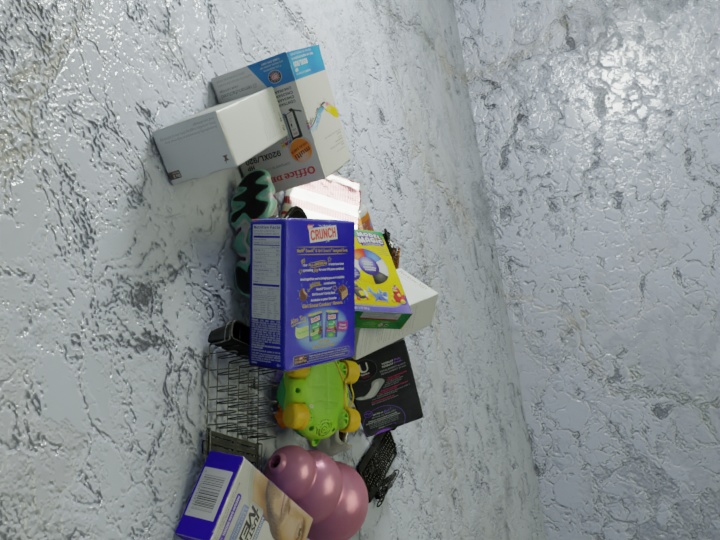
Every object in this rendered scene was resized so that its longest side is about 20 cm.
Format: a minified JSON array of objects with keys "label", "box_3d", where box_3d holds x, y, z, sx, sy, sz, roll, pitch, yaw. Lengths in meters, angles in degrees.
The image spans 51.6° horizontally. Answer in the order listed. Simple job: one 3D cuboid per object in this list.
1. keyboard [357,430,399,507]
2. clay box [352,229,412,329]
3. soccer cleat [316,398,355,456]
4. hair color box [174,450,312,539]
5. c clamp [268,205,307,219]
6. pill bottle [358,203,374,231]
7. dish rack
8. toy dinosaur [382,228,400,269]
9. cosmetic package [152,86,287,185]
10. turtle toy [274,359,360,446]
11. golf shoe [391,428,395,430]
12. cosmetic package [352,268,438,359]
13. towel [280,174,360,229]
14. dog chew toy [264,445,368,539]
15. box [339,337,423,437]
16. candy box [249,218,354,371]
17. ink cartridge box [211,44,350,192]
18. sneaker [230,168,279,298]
[{"label":"keyboard","box_3d":[0.050,0.395,1.506,0.200,0.039,0.106,-40,116,-65]},{"label":"clay box","box_3d":[0.000,0.000,1.213,0.113,0.048,0.203,4,49,-30]},{"label":"soccer cleat","box_3d":[-0.043,0.222,1.297,0.069,0.076,0.204,46,38,-54]},{"label":"hair color box","box_3d":[-0.145,0.333,0.972,0.201,0.064,0.111,58,43,-45]},{"label":"c clamp","box_3d":[-0.103,-0.008,1.160,0.172,0.026,0.203,-70,148,-52]},{"label":"pill bottle","box_3d":[-0.012,-0.019,1.452,0.112,0.110,0.204,-57,133,-61]},{"label":"dish rack","box_3d":[-0.163,0.186,1.040,0.153,0.053,0.204,39,45,-58]},{"label":"toy dinosaur","box_3d":[0.049,-0.007,1.550,0.101,0.199,0.138,-8,70,-42]},{"label":"cosmetic package","box_3d":[-0.195,-0.197,1.070,0.200,0.111,0.083,-55,129,-65]},{"label":"turtle toy","box_3d":[-0.080,0.177,1.185,0.144,0.100,0.205,15,66,-41]},{"label":"golf shoe","box_3d":[0.050,0.245,1.535,0.093,0.071,0.202,-77,149,-44]},{"label":"cosmetic package","box_3d":[0.032,0.070,1.275,0.198,0.101,0.075,-22,133,-42]},{"label":"towel","box_3d":[-0.070,-0.108,1.337,0.202,0.141,0.023,-85,-163,-45]},{"label":"dog chew toy","box_3d":[-0.072,0.331,1.124,0.200,0.123,0.126,48,36,-39]},{"label":"box","box_3d":[0.032,0.188,1.377,0.107,0.120,0.203,-114,-173,-54]},{"label":"candy box","box_3d":[-0.080,0.028,1.062,0.168,0.076,0.205,-2,94,-56]},{"label":"ink cartridge box","box_3d":[-0.124,-0.244,1.223,0.145,0.144,0.204,-50,125,-64]},{"label":"sneaker","box_3d":[-0.145,-0.049,1.187,0.140,0.076,0.205,25,66,-66]}]
